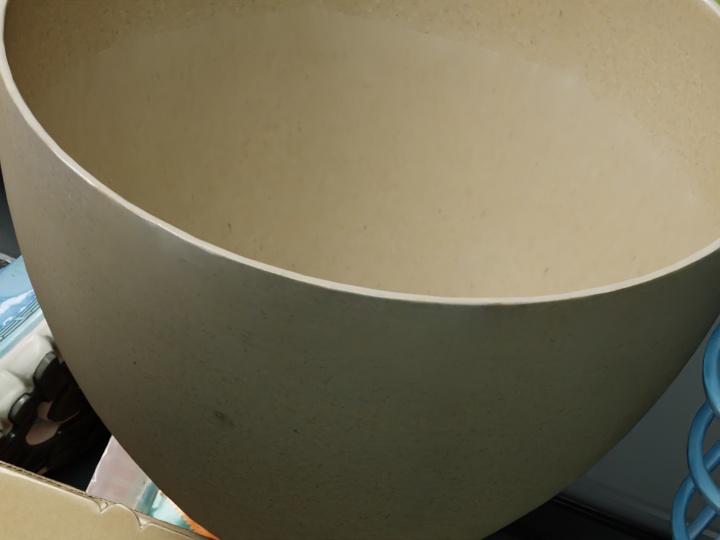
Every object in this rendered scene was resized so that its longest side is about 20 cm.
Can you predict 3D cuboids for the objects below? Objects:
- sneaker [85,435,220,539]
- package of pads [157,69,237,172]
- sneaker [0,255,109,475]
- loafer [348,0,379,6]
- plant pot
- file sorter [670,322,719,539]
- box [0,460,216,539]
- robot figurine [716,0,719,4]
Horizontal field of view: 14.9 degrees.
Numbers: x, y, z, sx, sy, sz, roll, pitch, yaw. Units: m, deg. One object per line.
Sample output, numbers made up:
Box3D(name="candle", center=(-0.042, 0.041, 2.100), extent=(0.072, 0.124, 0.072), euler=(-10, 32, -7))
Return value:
Box3D(name="sneaker", center=(-0.049, 0.100, 0.808), extent=(0.080, 0.071, 0.201), euler=(20, 66, 4))
Box3D(name="package of pads", center=(-0.096, -0.127, 0.839), extent=(0.200, 0.068, 0.155), euler=(46, 39, -11))
Box3D(name="sneaker", center=(-0.128, 0.023, 0.850), extent=(0.090, 0.079, 0.200), euler=(38, 65, 23))
Box3D(name="loafer", center=(0.012, -0.164, 0.847), extent=(0.075, 0.070, 0.201), euler=(17, 52, -8))
Box3D(name="plant pot", center=(0.000, 0.000, 0.723), extent=(0.199, 0.135, 0.201), euler=(6, 36, -5))
Box3D(name="file sorter", center=(0.164, 0.069, 0.757), extent=(0.139, 0.200, 0.123), euler=(37, 68, 19))
Box3D(name="box", center=(-0.135, 0.145, 0.753), extent=(0.163, 0.021, 0.201), euler=(18, 87, 18))
Box3D(name="robot figurine", center=(0.122, -0.110, 0.910), extent=(0.199, 0.116, 0.176), euler=(2, 47, 0))
